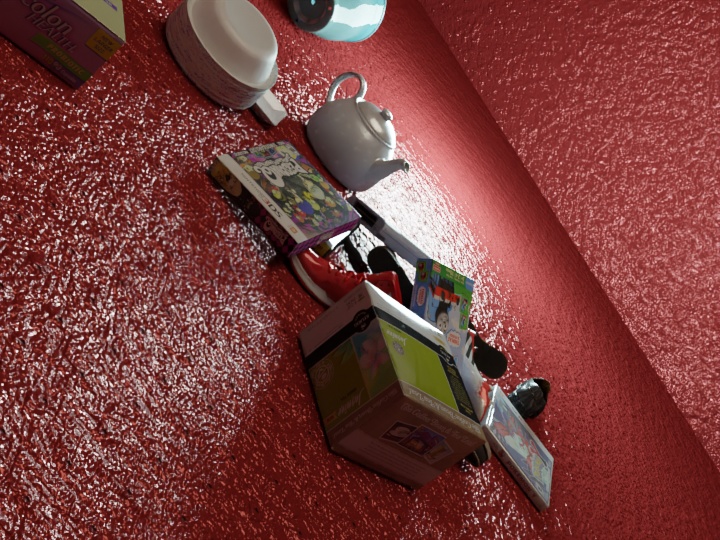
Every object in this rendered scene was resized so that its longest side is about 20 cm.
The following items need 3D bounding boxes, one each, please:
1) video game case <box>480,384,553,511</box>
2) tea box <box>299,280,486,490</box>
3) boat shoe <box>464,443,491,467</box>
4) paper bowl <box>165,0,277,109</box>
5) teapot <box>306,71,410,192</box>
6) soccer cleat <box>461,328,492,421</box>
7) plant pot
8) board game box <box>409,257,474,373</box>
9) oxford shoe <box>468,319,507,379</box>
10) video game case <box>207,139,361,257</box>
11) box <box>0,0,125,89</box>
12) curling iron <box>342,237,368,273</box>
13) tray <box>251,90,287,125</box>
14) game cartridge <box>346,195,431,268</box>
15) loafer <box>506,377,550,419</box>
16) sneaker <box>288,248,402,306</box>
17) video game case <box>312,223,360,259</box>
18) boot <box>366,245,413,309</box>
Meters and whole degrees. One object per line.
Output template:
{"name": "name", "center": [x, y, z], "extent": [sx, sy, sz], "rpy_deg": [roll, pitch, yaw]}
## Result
{"name": "video game case", "center": [0.284, 0.315, 1.890], "extent": [0.183, 0.023, 0.200], "rpy_deg": [52, 19, -4]}
{"name": "tea box", "center": [0.042, 0.159, 1.427], "extent": [0.199, 0.133, 0.199], "rpy_deg": [34, 26, -43]}
{"name": "boat shoe", "center": [0.131, 0.236, 1.619], "extent": [0.071, 0.061, 0.202], "rpy_deg": [1, -48, 55]}
{"name": "paper bowl", "center": [-0.217, -0.378, 1.745], "extent": [0.200, 0.104, 0.203], "rpy_deg": [36, 35, -31]}
{"name": "teapot", "center": [-0.001, -0.264, 2.031], "extent": [0.200, 0.145, 0.198], "rpy_deg": [47, 20, -15]}
{"name": "soccer cleat", "center": [0.171, 0.174, 1.817], "extent": [0.084, 0.069, 0.202], "rpy_deg": [14, 45, -24]}
{"name": "plant pot", "center": [-0.069, -0.630, 2.456], "extent": [0.201, 0.200, 0.187], "rpy_deg": [55, 35, 6]}
{"name": "board game box", "center": [0.125, 0.097, 1.704], "extent": [0.151, 0.036, 0.204], "rpy_deg": [23, 74, -55]}
{"name": "oxford shoe", "center": [0.185, 0.128, 1.947], "extent": [0.200, 0.072, 0.071], "rpy_deg": [44, -7, -24]}
{"name": "video game case", "center": [-0.111, -0.114, 1.588], "extent": [0.181, 0.036, 0.199], "rpy_deg": [47, 30, 11]}
{"name": "box", "center": [-0.402, -0.366, 1.348], "extent": [0.175, 0.096, 0.202], "rpy_deg": [37, 24, -39]}
{"name": "curling iron", "center": [0.000, 0.000, 1.761], "extent": [0.049, 0.025, 0.202], "rpy_deg": [35, 26, -48]}
{"name": "tray", "center": [-0.210, -0.340, 1.861], "extent": [0.201, 0.022, 0.108], "rpy_deg": [50, 19, -10]}
{"name": "game cartridge", "center": [0.051, -0.063, 1.865], "extent": [0.133, 0.041, 0.200], "rpy_deg": [41, 2, -27]}
{"name": "loafer", "center": [0.350, 0.247, 2.085], "extent": [0.073, 0.072, 0.200], "rpy_deg": [54, 18, 7]}
{"name": "sneaker", "center": [-0.011, 0.009, 1.584], "extent": [0.200, 0.115, 0.079], "rpy_deg": [47, 20, -17]}
{"name": "video game case", "center": [-0.089, -0.115, 1.727], "extent": [0.181, 0.025, 0.200], "rpy_deg": [47, 20, -1]}
{"name": "boot", "center": [0.070, 0.043, 1.822], "extent": [0.189, 0.068, 0.200], "rpy_deg": [54, 4, 3]}
